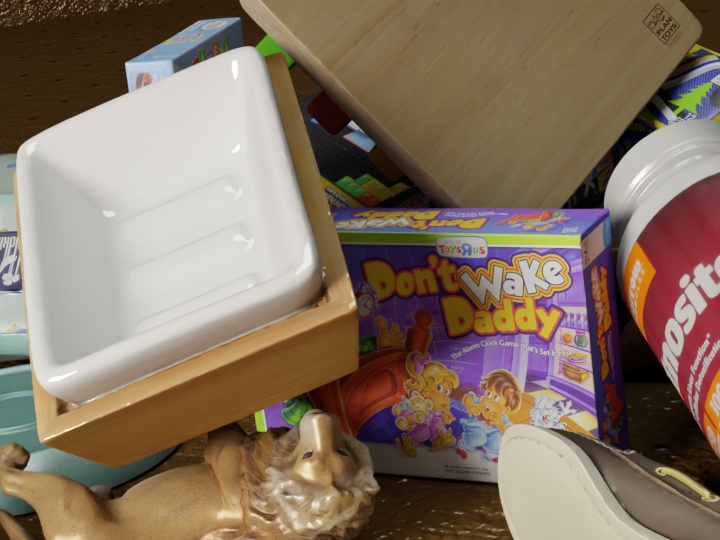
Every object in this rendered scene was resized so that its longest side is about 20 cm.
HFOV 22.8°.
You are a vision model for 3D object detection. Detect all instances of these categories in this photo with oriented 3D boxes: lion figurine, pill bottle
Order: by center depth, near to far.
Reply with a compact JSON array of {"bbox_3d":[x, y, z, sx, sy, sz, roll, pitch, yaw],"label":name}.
[{"bbox_3d":[-0.092,0.116,0.862,0.199,0.073,0.123,-23,31,-3],"label":"lion figurine"},{"bbox_3d":[0.192,0.016,0.862,0.112,0.113,0.200,-11,39,-11],"label":"pill bottle"}]

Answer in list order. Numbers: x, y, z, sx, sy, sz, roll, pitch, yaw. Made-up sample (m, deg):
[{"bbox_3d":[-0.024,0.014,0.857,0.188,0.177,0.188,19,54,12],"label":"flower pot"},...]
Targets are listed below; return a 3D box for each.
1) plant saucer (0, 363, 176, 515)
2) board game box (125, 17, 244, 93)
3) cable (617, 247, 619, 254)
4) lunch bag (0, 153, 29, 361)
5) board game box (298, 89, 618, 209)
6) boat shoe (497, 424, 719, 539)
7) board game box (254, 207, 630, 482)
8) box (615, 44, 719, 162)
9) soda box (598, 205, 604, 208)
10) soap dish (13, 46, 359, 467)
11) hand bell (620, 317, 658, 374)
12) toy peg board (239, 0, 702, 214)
[{"bbox_3d":[-0.200,0.092,1.038,0.199,0.028,0.200,-6,17,2],"label":"plant saucer"},{"bbox_3d":[-0.102,-0.054,1.175,0.036,0.201,0.151,-3,17,14],"label":"board game box"},{"bbox_3d":[0.255,-0.042,1.117,0.199,0.069,0.200,-22,11,45],"label":"cable"},{"bbox_3d":[-0.206,-0.002,1.196,0.169,0.123,0.200,0,25,16],"label":"lunch bag"},{"bbox_3d":[0.036,-0.067,1.098,0.165,0.057,0.200,-30,34,-18],"label":"board game box"},{"bbox_3d":[0.124,0.115,0.746,0.059,0.072,0.200,-8,19,-24],"label":"boat shoe"},{"bbox_3d":[0.034,0.037,0.927,0.199,0.135,0.045,1,19,28],"label":"board game box"},{"bbox_3d":[0.165,-0.104,1.075,0.064,0.070,0.200,-38,38,-12],"label":"box"},{"bbox_3d":[0.132,-0.047,1.158,0.200,0.064,0.068,-40,4,-31],"label":"soda box"},{"bbox_3d":[-0.086,-0.007,0.868,0.157,0.081,0.201,-23,43,5],"label":"soap dish"},{"bbox_3d":[0.217,-0.004,0.995,0.200,0.104,0.104,-41,1,27],"label":"hand bell"},{"bbox_3d":[0.052,-0.128,0.999,0.200,0.199,0.098,-48,7,-26],"label":"toy peg board"}]
